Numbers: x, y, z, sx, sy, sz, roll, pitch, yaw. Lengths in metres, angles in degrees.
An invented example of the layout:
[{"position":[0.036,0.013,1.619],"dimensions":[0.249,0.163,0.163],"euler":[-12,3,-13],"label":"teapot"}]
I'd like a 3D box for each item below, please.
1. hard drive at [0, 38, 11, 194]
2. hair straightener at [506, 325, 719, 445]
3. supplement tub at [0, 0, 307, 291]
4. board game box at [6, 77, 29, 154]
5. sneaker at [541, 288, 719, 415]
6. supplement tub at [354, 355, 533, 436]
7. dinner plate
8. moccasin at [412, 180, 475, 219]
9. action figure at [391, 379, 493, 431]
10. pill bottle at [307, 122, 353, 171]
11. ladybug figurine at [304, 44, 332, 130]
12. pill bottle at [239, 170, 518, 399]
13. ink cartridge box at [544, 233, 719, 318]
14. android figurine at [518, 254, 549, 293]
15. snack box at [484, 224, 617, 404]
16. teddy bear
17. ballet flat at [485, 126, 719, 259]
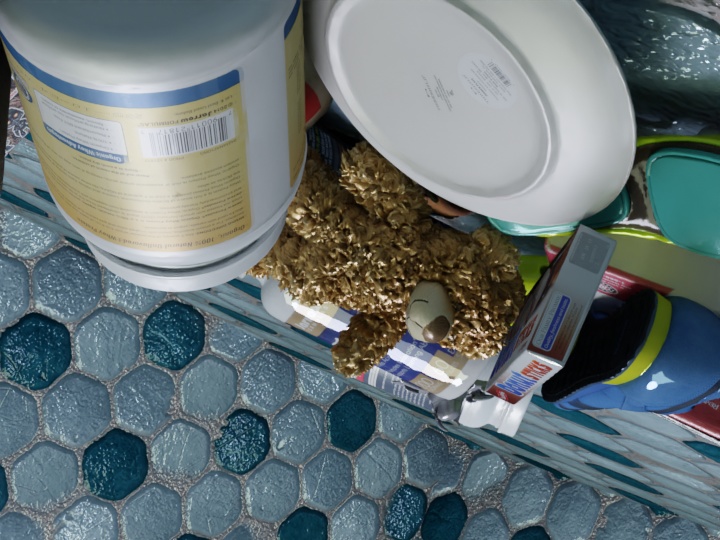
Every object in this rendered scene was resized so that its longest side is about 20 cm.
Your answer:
[{"position":[-0.192,-0.145,0.563],"dimensions":[0.042,0.201,0.135],"euler":[0,169,0],"label":"hard drive"},{"position":[0.185,0.079,0.850],"dimensions":[0.199,0.041,0.077],"euler":[18,170,27],"label":"hair straightener"},{"position":[-0.100,-0.093,0.628],"dimensions":[0.144,0.145,0.200],"euler":[21,148,12],"label":"supplement tub"},{"position":[-0.299,-0.180,0.786],"dimensions":[0.159,0.097,0.200],"euler":[45,180,26],"label":"board game box"},{"position":[0.164,0.059,0.722],"dimensions":[0.078,0.066,0.200],"euler":[23,169,-6],"label":"sneaker"},{"position":[0.091,0.079,1.296],"dimensions":[0.199,0.141,0.140],"euler":[23,171,8],"label":"supplement tub"},{"position":[0.042,-0.091,0.606],"dimensions":[0.199,0.024,0.201],"euler":[29,151,18],"label":"dinner plate"},{"position":[0.047,-0.077,0.778],"dimensions":[0.077,0.074,0.201],"euler":[16,-179,-3],"label":"moccasin"},{"position":[0.055,0.049,1.084],"dimensions":[0.069,0.201,0.130],"euler":[-28,150,28],"label":"action figure"},{"position":[-0.027,-0.049,0.984],"dimensions":[0.106,0.107,0.200],"euler":[14,166,46],"label":"pill bottle"},{"position":[-0.096,-0.134,0.781],"dimensions":[0.135,0.072,0.200],"euler":[17,168,36],"label":"ladybug figurine"},{"position":[0.000,0.000,0.853],"dimensions":[0.199,0.111,0.111],"euler":[26,170,-8],"label":"pill bottle"},{"position":[0.204,0.004,0.776],"dimensions":[0.147,0.086,0.200],"euler":[21,171,18],"label":"ink cartridge box"},{"position":[0.139,0.022,0.990],"dimensions":[0.199,0.041,0.182],"euler":[4,164,-8],"label":"android figurine"},{"position":[0.105,0.032,0.709],"dimensions":[0.024,0.072,0.200],"euler":[23,169,4],"label":"snack box"},{"position":[-0.001,-0.008,0.739],"dimensions":[0.200,0.145,0.067],"euler":[41,-154,12],"label":"teddy bear"},{"position":[0.156,-0.049,0.646],"dimensions":[0.199,0.067,0.067],"euler":[5,125,38],"label":"ballet flat"}]
